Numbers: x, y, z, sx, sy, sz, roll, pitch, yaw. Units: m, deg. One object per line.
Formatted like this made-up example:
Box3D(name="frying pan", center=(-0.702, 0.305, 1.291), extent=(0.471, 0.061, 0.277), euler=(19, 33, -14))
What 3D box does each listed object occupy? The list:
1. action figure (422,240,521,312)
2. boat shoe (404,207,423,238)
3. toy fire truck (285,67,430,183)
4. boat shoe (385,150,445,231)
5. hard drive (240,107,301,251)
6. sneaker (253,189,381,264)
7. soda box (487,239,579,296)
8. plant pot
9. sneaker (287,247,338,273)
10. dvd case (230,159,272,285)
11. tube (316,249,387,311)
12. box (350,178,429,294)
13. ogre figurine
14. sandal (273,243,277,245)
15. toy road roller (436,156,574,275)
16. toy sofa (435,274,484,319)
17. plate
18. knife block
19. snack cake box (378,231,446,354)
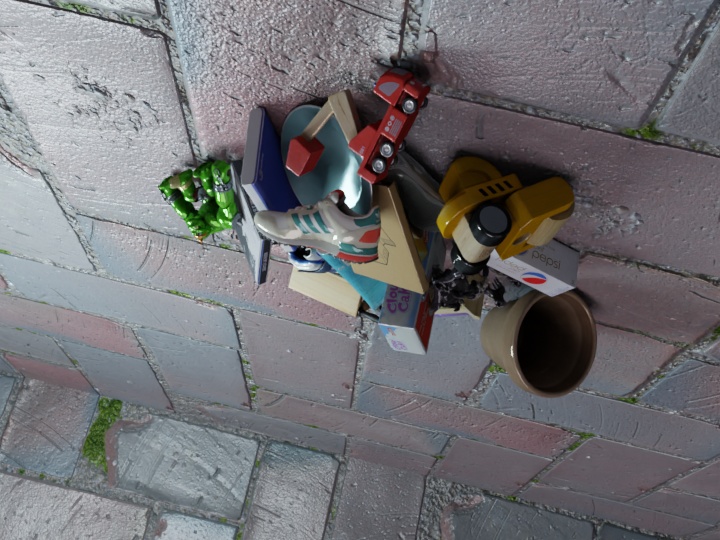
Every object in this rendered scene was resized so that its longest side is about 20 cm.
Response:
Box3D(name="action figure", center=(0.176, 0.013, 1.467), extent=(0.197, 0.103, 0.120), euler=(4, 127, -35))
Box3D(name="boat shoe", center=(0.041, -0.106, 1.378), extent=(0.061, 0.075, 0.200), euler=(-3, 151, 28))
Box3D(name="toy fire truck", center=(-0.006, -0.195, 1.155), extent=(0.140, 0.049, 0.202), euler=(35, 118, 12))
Box3D(name="boat shoe", center=(0.094, -0.123, 1.341), extent=(0.073, 0.066, 0.201), euler=(-17, 148, 30))
Box3D(name="hard drive", center=(-0.134, -0.137, 1.335), extent=(0.025, 0.135, 0.201), euler=(-4, 152, 13))
Box3D(name="sneaker", center=(-0.059, -0.078, 1.244), extent=(0.196, 0.096, 0.070), euler=(16, -162, 15))
Box3D(name="soda box", center=(0.269, -0.029, 1.425), extent=(0.197, 0.069, 0.063), euler=(24, 154, -22))
Box3D(name="plant pot", center=(0.320, 0.127, 1.626), extent=(0.197, 0.204, 0.174), euler=(25, 172, -24))
Box3D(name="sneaker", center=(-0.035, -0.024, 1.524), extent=(0.196, 0.083, 0.146), euler=(9, -171, 24))
Box3D(name="dvd case", center=(-0.194, -0.079, 1.494), extent=(0.024, 0.153, 0.201), euler=(-18, 162, -17))
Box3D(name="tube", center=(0.000, 0.000, 1.487), extent=(0.077, 0.051, 0.200), euler=(-37, 133, 12))
Box3D(name="box", center=(0.019, -0.063, 1.337), extent=(0.162, 0.021, 0.203), euler=(17, 139, 43))
Box3D(name="ogre figurine", center=(-0.268, -0.120, 1.481), extent=(0.197, 0.098, 0.122), euler=(-18, 109, 29))
Box3D(name="sandal", center=(-0.156, -0.074, 1.525), extent=(0.080, 0.055, 0.200), euler=(35, 175, -13))
Box3D(name="toy road roller", center=(0.204, -0.100, 1.277), extent=(0.196, 0.148, 0.123), euler=(-18, 159, -22))
Box3D(name="toy sofa", center=(0.149, 0.057, 1.658), extent=(0.197, 0.084, 0.097), euler=(-6, 148, 38))
Box3D(name="plate", center=(-0.047, -0.152, 1.278), extent=(0.198, 0.025, 0.204), euler=(30, 136, 34))
Box3D(name="knife block", center=(-0.019, 0.042, 1.608), extent=(0.196, 0.065, 0.176), euler=(8, -161, -24))
Box3D(name="snack cake box", center=(0.093, 0.027, 1.479), extent=(0.066, 0.204, 0.115), euler=(6, 155, 17))
